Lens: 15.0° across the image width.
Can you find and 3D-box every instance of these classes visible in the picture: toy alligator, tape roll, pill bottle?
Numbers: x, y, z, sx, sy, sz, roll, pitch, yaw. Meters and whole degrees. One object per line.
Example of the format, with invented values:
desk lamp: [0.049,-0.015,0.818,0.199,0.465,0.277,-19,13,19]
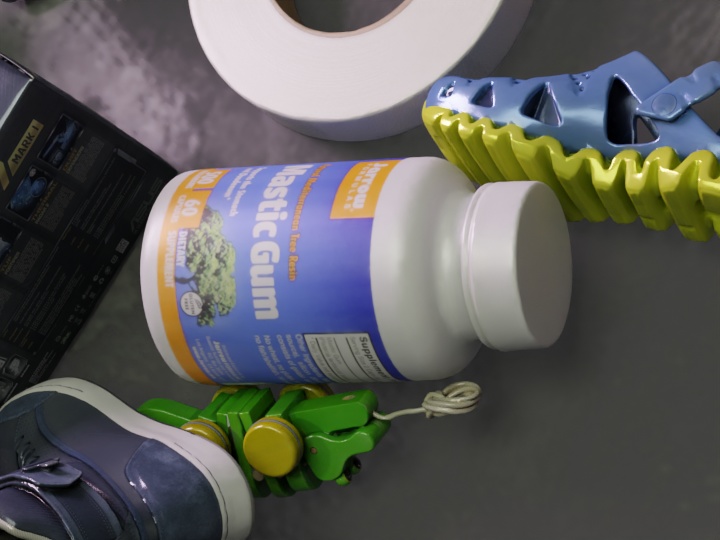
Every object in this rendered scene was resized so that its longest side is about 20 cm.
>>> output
toy alligator: [-0.026,0.089,1.395,0.199,0.059,0.055,-4,113,25]
tape roll: [0.002,-0.169,1.470,0.202,0.037,0.204,-8,70,24]
pill bottle: [0.000,0.000,1.374,0.199,0.112,0.113,-3,73,25]

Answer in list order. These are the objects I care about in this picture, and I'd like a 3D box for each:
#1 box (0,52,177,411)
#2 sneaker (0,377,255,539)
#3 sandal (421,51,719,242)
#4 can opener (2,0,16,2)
box: [-0.200,-0.003,1.444,0.051,0.158,0.201,31,89,29]
sneaker: [-0.170,0.118,1.377,0.202,0.146,0.077,10,117,50]
sandal: [0.127,-0.071,1.363,0.199,0.080,0.087,13,70,22]
can opener: [-0.155,-0.243,1.570,0.067,0.053,0.200,41,94,-3]
